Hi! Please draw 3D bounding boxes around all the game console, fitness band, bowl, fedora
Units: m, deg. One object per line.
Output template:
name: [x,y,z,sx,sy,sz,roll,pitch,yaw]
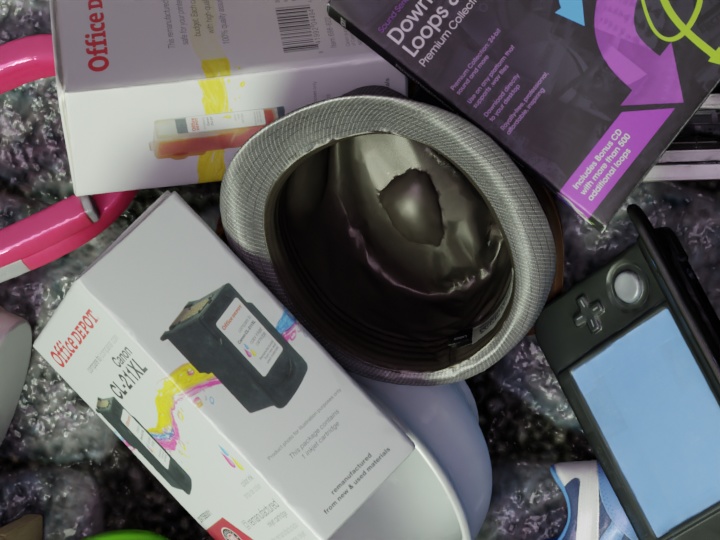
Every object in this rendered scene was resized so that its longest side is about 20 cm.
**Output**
game console: [0.171,0.081,1.458,0.176,0.116,0.201,-37,73,39]
fitness band: [-0.228,-0.067,1.589,0.199,0.037,0.144,-23,65,4]
bowl: [0.009,0.098,1.559,0.200,0.090,0.202,28,144,23]
fedora: [0.021,-0.034,1.433,0.176,0.090,0.200,-28,115,25]

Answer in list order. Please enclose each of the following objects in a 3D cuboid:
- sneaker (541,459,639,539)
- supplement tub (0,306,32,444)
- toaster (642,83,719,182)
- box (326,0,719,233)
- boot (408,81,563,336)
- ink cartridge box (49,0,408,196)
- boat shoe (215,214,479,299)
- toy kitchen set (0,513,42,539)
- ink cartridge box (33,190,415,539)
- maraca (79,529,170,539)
sneaker: [0.134,0.210,1.584,0.082,0.074,0.201,15,92,4]
supplement tub: [-0.322,0.054,1.610,0.199,0.132,0.133,20,101,7]
toaster: [0.174,-0.146,1.501,0.199,0.119,0.182,-1,97,10]
box: [0.100,-0.139,1.418,0.200,0.036,0.143,38,86,4]
boot: [0.079,-0.060,1.562,0.074,0.097,0.201,-14,124,8]
ink cartridge box: [-0.079,-0.127,1.504,0.199,0.146,0.084,-6,132,-5]
boat shoe: [0.000,0.000,1.545,0.199,0.068,0.072,25,140,27]
toy kitchen set: [-0.302,0.264,1.611,0.162,0.180,0.201,0,94,11]
ink cartridge box: [-0.082,0.070,1.455,0.200,0.146,0.083,46,67,0]
maraca: [-0.156,0.256,1.624,0.136,0.107,0.201,-9,113,-18]
